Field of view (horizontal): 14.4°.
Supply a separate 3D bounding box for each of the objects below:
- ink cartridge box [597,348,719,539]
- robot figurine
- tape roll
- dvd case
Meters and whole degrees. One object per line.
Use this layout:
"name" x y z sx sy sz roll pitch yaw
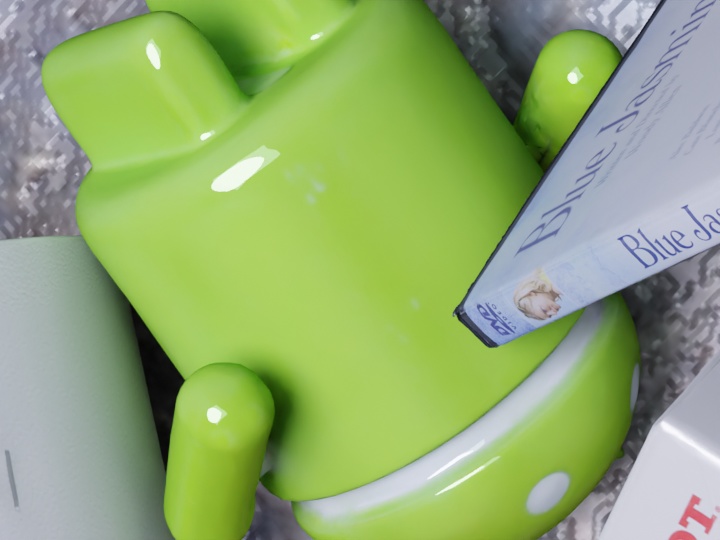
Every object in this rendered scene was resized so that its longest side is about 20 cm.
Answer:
"ink cartridge box" 0.150 0.127 0.763 0.200 0.084 0.146 31 123 15
"robot figurine" 0.000 0.000 0.801 0.200 0.175 0.116 55 150 -17
"tape roll" -0.154 0.077 0.826 0.203 0.203 0.139 -14 85 18
"dvd case" 0.113 -0.060 0.697 0.018 0.143 0.200 43 146 -13
